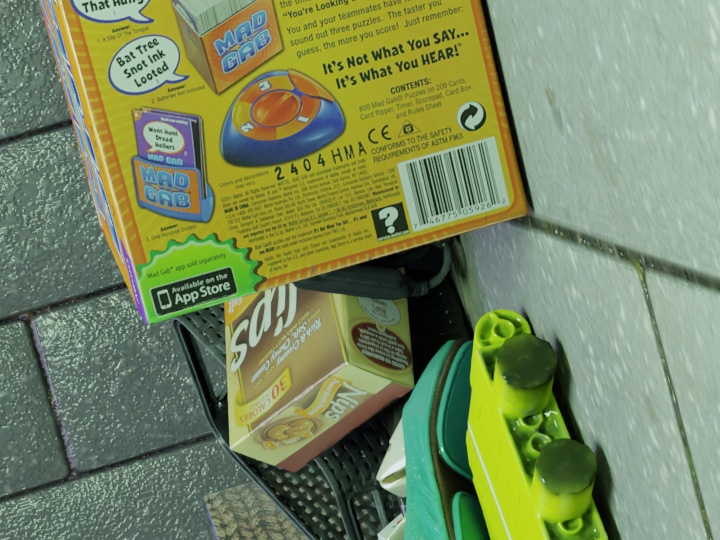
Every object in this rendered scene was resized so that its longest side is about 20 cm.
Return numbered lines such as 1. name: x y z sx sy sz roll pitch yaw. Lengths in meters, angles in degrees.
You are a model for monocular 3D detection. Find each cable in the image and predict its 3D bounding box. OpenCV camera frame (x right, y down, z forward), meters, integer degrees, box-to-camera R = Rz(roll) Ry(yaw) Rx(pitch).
1. cable: -0.041 -0.062 1.632 0.051 0.200 0.163 -51 41 46

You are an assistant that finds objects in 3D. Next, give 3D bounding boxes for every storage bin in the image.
1. storage bin: -0.024 0.096 1.856 0.200 0.094 0.135 42 157 41

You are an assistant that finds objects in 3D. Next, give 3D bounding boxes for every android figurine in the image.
1. android figurine: 0.094 0.116 1.491 0.200 0.041 0.182 87 165 -61

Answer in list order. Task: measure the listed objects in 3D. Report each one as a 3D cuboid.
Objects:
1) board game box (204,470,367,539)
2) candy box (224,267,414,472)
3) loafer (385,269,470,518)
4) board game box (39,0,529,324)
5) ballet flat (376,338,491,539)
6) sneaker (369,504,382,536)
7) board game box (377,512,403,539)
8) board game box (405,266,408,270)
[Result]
1. board game box: -0.026 0.258 2.294 0.097 0.159 0.200 -113 10 -45
2. candy box: -0.029 0.006 1.709 0.115 0.055 0.200 -38 42 39
3. loafer: 0.053 0.097 1.700 0.071 0.073 0.200 78 -177 -60
4. board game box: -0.052 -0.117 1.446 0.200 0.200 0.200 -126 21 -70
5. ballet flat: 0.041 0.129 1.604 0.067 0.070 0.200 39 -141 -42
6. sneaker: 0.063 0.212 1.876 0.089 0.075 0.200 64 179 -36
7. board game box: 0.078 0.249 1.734 0.126 0.035 0.200 28 143 38
8. board game box: 0.014 0.025 1.947 0.136 0.035 0.200 84 168 -57
